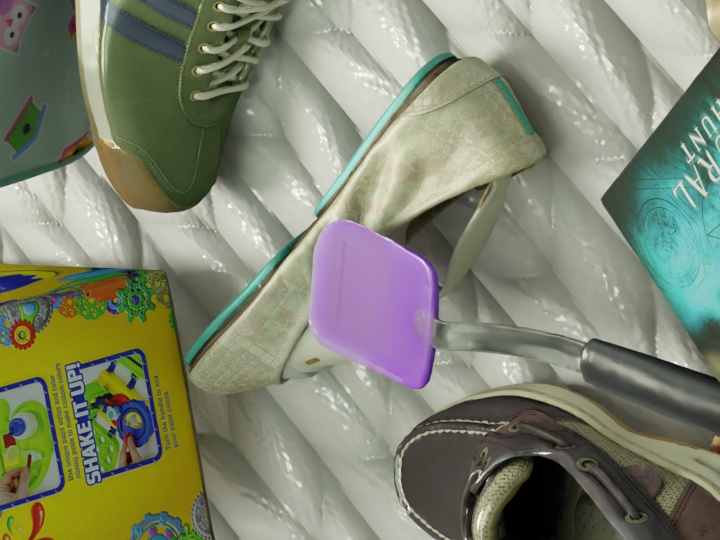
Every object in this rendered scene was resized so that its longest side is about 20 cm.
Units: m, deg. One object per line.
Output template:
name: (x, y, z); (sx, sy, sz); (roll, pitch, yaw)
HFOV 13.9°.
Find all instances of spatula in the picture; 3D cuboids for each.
spatula: (0.065, 0.029, 1.063); (0.200, 0.021, 0.057); (16, 118, 24)

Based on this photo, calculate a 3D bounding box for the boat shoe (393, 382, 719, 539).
boat shoe: (0.068, 0.087, 1.079); (0.200, 0.065, 0.072); (16, 110, 53)

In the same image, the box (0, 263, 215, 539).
box: (-0.200, 0.076, 1.217); (0.200, 0.192, 0.122); (2, 104, 52)

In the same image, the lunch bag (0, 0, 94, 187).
lunch bag: (-0.165, -0.129, 1.172); (0.077, 0.160, 0.200); (22, 119, 34)

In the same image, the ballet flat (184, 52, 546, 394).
ballet flat: (0.000, 0.000, 1.137); (0.062, 0.067, 0.200); (46, 128, 8)

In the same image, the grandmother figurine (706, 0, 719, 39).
grandmother figurine: (0.188, -0.119, 0.920); (0.200, 0.060, 0.122); (-4, 107, 53)

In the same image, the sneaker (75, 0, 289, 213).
sneaker: (-0.058, -0.114, 1.149); (0.090, 0.067, 0.201); (8, 113, 30)

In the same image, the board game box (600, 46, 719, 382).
board game box: (0.158, -0.021, 0.939); (0.135, 0.028, 0.200); (58, 149, 17)

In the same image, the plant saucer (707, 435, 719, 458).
plant saucer: (0.207, 0.105, 1.012); (0.200, 0.032, 0.201); (13, 110, 38)
